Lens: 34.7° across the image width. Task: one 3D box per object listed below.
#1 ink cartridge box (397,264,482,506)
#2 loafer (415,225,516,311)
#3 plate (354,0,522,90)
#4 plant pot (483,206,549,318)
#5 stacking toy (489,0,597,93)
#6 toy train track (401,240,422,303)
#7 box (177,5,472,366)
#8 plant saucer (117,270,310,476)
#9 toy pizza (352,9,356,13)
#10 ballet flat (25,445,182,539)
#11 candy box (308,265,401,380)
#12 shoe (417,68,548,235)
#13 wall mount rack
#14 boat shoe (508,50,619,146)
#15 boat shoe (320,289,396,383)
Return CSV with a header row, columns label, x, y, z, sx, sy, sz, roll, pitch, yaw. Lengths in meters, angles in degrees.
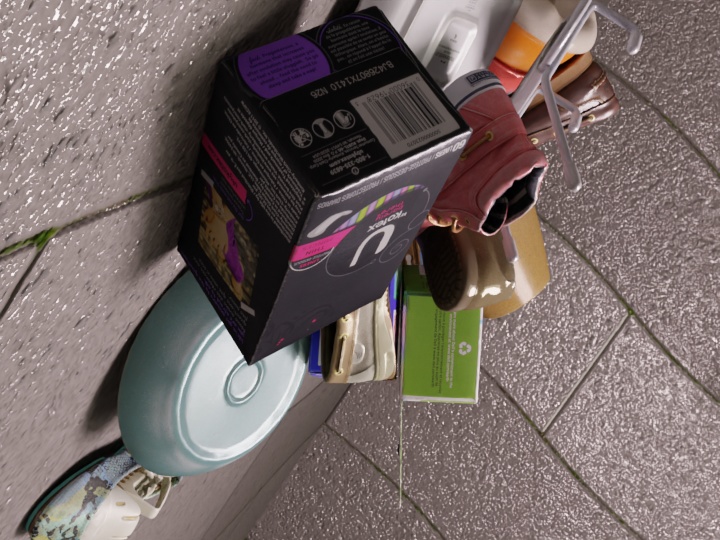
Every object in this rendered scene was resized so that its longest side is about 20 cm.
label,x,y,z,sx,sy,sz,roll,pitch,yaw
ink cartridge box,0.073,0.106,1.113,0.148,0.074,0.204,-81,172,-80
loafer,0.085,-0.043,0.992,0.076,0.067,0.202,-49,-145,42
plate,0.056,-0.170,0.854,0.199,0.032,0.202,-2,123,-59
plant pot,0.133,-0.052,1.340,0.185,0.202,0.187,-32,-170,6
stacking toy,0.104,-0.192,1.044,0.200,0.146,0.146,-49,177,34
toy train track,0.043,-0.049,1.193,0.033,0.113,0.204,-179,-99,-83
box,-0.031,-0.048,0.734,0.121,0.107,0.201,-25,159,-29
plant saucer,-0.102,0.080,0.911,0.199,0.036,0.203,-31,134,-38
toy pizza,-0.021,-0.121,0.895,0.201,0.032,0.200,-54,173,-9
ballet flat,-0.205,0.191,0.980,0.075,0.074,0.200,-56,173,20
candy box,0.000,0.000,1.068,0.169,0.076,0.204,55,38,-83
shoe,0.069,-0.055,0.887,0.071,0.092,0.201,-17,156,-35
wall mount rack,0.148,-0.113,0.909,0.175,0.074,0.201,-57,179,-31
boat shoe,0.143,-0.126,1.067,0.198,0.071,0.071,-27,-158,29
boat shoe,-0.016,0.006,0.908,0.074,0.065,0.203,-122,-159,-62
